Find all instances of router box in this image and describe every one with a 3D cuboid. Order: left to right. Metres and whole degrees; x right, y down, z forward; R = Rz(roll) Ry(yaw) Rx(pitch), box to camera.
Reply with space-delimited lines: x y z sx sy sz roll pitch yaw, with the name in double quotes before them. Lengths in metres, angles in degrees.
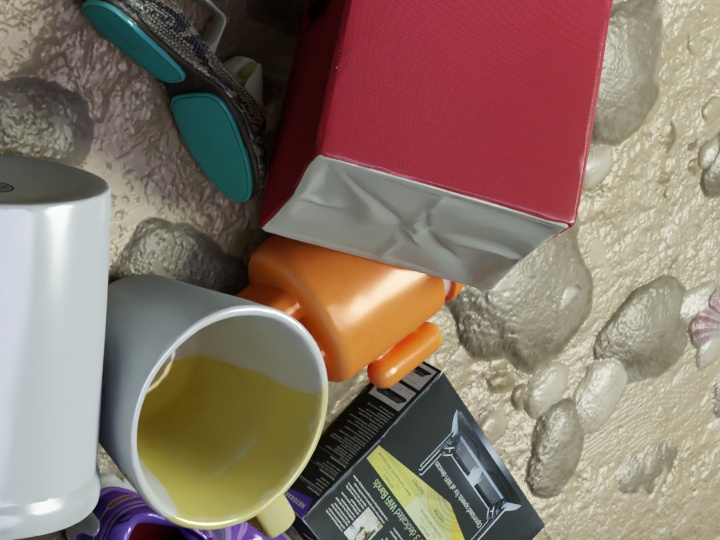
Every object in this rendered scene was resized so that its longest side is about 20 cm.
"router box" 0.040 0.188 1.511 0.157 0.052 0.200 -45 127 -15

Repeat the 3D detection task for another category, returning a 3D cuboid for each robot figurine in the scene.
"robot figurine" 0.001 0.001 1.375 0.200 0.144 0.117 -37 165 -21

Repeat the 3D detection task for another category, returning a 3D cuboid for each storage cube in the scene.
"storage cube" 0.049 -0.109 1.265 0.198 0.171 0.181 16 72 -12

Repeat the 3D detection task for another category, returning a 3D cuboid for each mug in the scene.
"mug" -0.125 0.090 1.287 0.148 0.153 0.188 -10 112 -34

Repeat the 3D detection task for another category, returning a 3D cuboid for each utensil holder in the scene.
"utensil holder" -0.235 0.041 1.179 0.169 0.170 0.202 -3 106 -36

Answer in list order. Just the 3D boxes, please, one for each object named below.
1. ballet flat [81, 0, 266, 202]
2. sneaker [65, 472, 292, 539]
"ballet flat" -0.107 -0.137 1.282 0.200 0.068 0.076 53 57 -34
"sneaker" -0.119 0.208 1.380 0.199 0.083 0.081 20 94 -41
